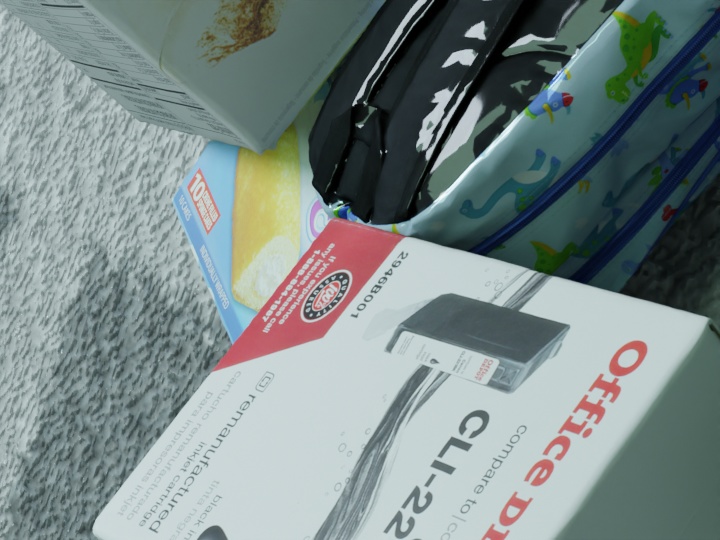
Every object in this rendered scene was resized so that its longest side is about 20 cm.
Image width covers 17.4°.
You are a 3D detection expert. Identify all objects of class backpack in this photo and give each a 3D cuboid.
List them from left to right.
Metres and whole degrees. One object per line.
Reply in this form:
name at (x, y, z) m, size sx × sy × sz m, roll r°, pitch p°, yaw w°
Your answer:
backpack at (0.072, -0.075, 0.864) m, size 0.200 × 0.154 × 0.163 m, roll -42°, pitch 37°, yaw -6°

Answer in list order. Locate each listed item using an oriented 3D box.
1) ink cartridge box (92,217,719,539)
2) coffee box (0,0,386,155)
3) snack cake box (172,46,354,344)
ink cartridge box at (0.027, 0.075, 0.754) m, size 0.145 × 0.084 × 0.199 m, roll -52°, pitch 35°, yaw -15°
coffee box at (-0.075, -0.189, 0.964) m, size 0.200 × 0.198 × 0.200 m, roll -52°, pitch 19°, yaw -7°
snack cake box at (0.000, 0.000, 0.999) m, size 0.115 × 0.067 × 0.201 m, roll -55°, pitch 41°, yaw 29°
